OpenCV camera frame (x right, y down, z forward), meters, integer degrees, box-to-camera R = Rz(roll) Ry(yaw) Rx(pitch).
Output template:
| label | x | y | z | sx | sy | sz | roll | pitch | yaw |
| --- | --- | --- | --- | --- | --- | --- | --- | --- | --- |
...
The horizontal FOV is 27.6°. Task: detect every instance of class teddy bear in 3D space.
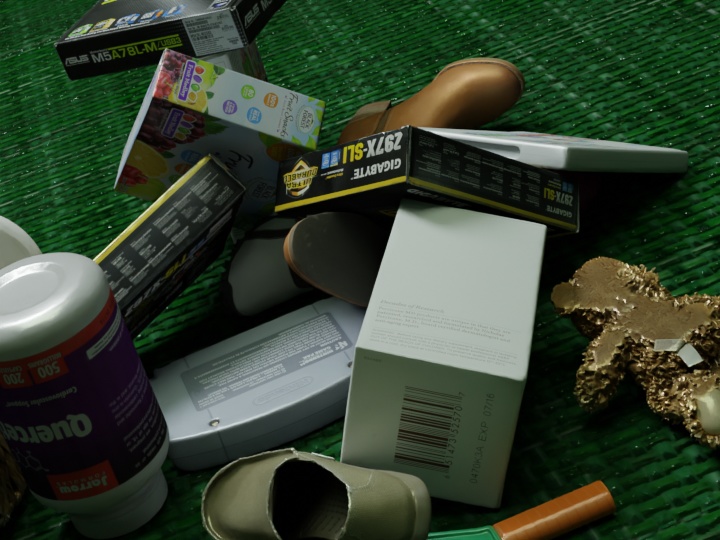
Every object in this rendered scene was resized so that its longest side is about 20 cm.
| label | x | y | z | sx | sy | sz | roll | pitch | yaw |
| --- | --- | --- | --- | --- | --- | --- | --- | --- | --- |
| teddy bear | 0.223 | 0.063 | 1.048 | 0.199 | 0.067 | 0.145 | 19 | 54 | 38 |

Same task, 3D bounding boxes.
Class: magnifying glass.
| label | x | y | z | sx | sy | sz | roll | pitch | yaw |
| --- | --- | --- | --- | --- | --- | --- | --- | --- | --- |
| magnifying glass | 0.071 | 0.185 | 0.951 | 0.199 | 0.023 | 0.080 | -23 | 29 | -7 |

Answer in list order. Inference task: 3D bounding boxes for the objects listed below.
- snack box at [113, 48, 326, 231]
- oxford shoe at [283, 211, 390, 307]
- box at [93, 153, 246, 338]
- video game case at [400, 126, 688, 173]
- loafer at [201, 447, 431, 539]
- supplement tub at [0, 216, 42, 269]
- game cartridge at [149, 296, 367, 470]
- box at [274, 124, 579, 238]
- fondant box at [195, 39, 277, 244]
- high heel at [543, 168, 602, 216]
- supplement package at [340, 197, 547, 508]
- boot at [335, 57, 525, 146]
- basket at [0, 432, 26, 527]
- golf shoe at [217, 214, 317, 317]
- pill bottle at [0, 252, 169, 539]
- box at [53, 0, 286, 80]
| label | x | y | z | sx | sy | sz | roll | pitch | yaw |
| --- | --- | --- | --- | --- | --- | --- | --- | --- | --- |
| snack box | -0.126 | -0.105 | 1.267 | 0.141 | 0.200 | 0.053 | 16 | 67 | -13 |
| oxford shoe | 0.000 | 0.000 | 1.191 | 0.071 | 0.072 | 0.199 | -9 | -15 | 39 |
| box | -0.187 | 0.009 | 1.225 | 0.200 | 0.049 | 0.160 | -46 | -5 | -22 |
| video game case | 0.165 | -0.108 | 1.308 | 0.181 | 0.024 | 0.199 | 11 | 10 | 41 |
| loafer | -0.043 | 0.152 | 0.969 | 0.199 | 0.068 | 0.076 | -8 | 68 | 43 |
| supplement tub | -0.372 | 0.025 | 1.299 | 0.140 | 0.141 | 0.199 | -37 | 17 | -32 |
| game cartridge | -0.070 | 0.089 | 1.176 | 0.199 | 0.041 | 0.133 | -22 | 26 | -9 |
| box | 0.054 | -0.060 | 1.191 | 0.199 | 0.050 | 0.159 | 13 | -14 | -41 |
| fondant box | -0.117 | -0.140 | 1.425 | 0.058 | 0.201 | 0.145 | -12 | 28 | 8 |
| high heel | 0.118 | -0.077 | 1.334 | 0.199 | 0.068 | 0.096 | 7 | 29 | 42 |
| supplement package | 0.063 | 0.054 | 1.050 | 0.116 | 0.118 | 0.200 | 10 | 34 | 5 |
| boot | 0.066 | -0.132 | 1.450 | 0.199 | 0.074 | 0.155 | -20 | 25 | 21 |
| basket | -0.353 | 0.097 | 1.138 | 0.148 | 0.201 | 0.143 | -12 | 26 | 12 |
| golf shoe | -0.034 | -0.018 | 1.297 | 0.199 | 0.078 | 0.094 | -35 | 34 | -27 |
| pill bottle | -0.208 | 0.095 | 1.063 | 0.112 | 0.201 | 0.113 | -13 | 30 | 8 |
| box | -0.163 | -0.254 | 1.393 | 0.199 | 0.048 | 0.194 | -6 | 33 | 25 |
